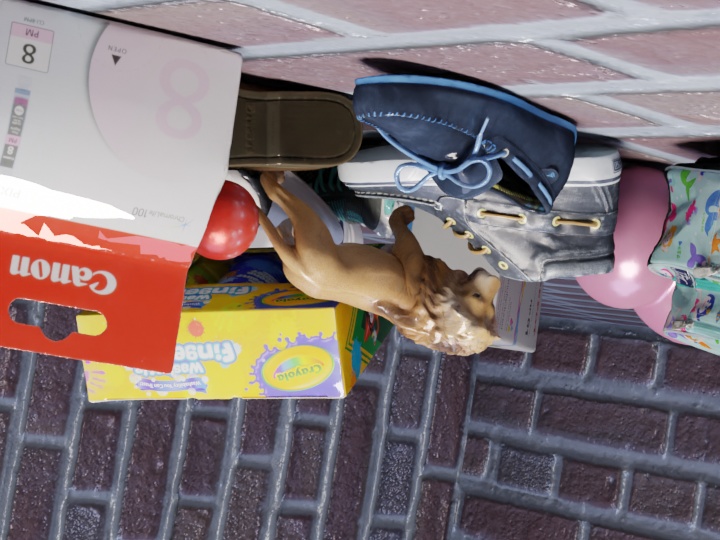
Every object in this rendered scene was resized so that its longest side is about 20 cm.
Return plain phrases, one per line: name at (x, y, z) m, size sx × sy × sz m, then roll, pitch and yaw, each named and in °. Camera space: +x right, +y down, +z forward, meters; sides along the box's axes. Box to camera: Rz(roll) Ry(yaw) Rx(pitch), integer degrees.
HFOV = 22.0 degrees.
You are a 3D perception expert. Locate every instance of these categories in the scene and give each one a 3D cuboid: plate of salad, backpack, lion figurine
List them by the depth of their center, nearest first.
backpack at (0.295, -0.006, 1.191) m, size 0.177 × 0.152 × 0.200 m, roll 12°, pitch 171°, yaw -22°
lion figurine at (0.000, 0.000, 1.301) m, size 0.199 × 0.073 × 0.123 m, roll 9°, pitch -142°, yaw -21°
plate of salad at (-0.094, -0.085, 1.507) m, size 0.199 × 0.048 × 0.200 m, roll 30°, pitch 165°, yaw 9°

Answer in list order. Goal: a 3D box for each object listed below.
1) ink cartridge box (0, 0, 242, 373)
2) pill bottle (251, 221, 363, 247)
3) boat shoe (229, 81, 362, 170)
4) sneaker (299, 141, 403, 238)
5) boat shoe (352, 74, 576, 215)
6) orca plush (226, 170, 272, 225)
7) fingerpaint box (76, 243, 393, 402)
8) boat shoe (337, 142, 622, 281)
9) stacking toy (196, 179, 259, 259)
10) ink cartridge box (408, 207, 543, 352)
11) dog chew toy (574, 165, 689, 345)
ink cartridge box at (-0.165, -0.050, 1.118) m, size 0.162 × 0.201 × 0.057 m, roll 11°, pitch 168°, yaw -23°
pill bottle at (-0.082, -0.037, 1.867) m, size 0.119 × 0.120 × 0.200 m, roll 7°, pitch 176°, yaw 28°
boat shoe at (-0.101, -0.098, 1.262) m, size 0.199 × 0.072 × 0.068 m, roll 11°, pitch 176°, yaw -21°
sneaker at (-0.008, -0.071, 1.518) m, size 0.091 × 0.078 × 0.200 m, roll 17°, pitch 172°, yaw -4°
boat shoe at (0.074, -0.076, 1.165) m, size 0.199 × 0.069 × 0.084 m, roll 12°, pitch 176°, yaw -41°
orca plush at (-0.143, -0.101, 1.373) m, size 0.199 × 0.106 × 0.071 m, roll 18°, pitch -140°, yaw 20°
fingerpaint box at (-0.090, 0.036, 1.401) m, size 0.199 × 0.074 × 0.167 m, roll -2°, pitch -163°, yaw 15°
boat shoe at (0.082, -0.040, 1.296) m, size 0.199 × 0.091 × 0.071 m, roll 1°, pitch -165°, yaw 11°
stacking toy at (-0.166, -0.046, 1.237) m, size 0.199 × 0.086 × 0.085 m, roll 5°, pitch 177°, yaw -9°
ink cartridge box at (0.099, -0.013, 1.539) m, size 0.084 × 0.145 × 0.200 m, roll 7°, pitch 176°, yaw 15°
dog chew toy at (0.211, -0.021, 1.377) m, size 0.199 × 0.125 × 0.124 m, roll 18°, pitch 174°, yaw -18°
